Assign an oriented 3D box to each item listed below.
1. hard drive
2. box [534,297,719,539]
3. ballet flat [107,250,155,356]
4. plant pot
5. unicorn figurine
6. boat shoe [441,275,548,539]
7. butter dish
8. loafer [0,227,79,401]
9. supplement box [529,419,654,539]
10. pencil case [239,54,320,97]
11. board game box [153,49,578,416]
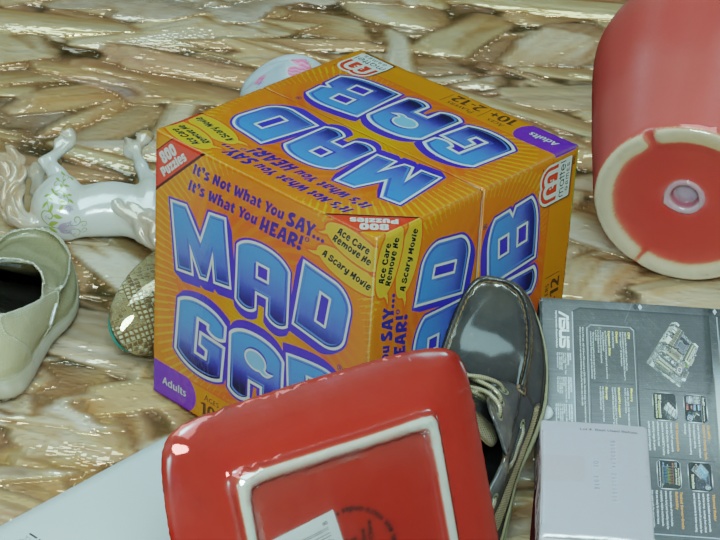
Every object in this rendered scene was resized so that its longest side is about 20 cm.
[{"bbox_3d":[-0.144,0.173,1.421,0.131,0.027,0.199,26,37,34],"label":"hard drive"},{"bbox_3d":[0.189,0.109,1.486,0.157,0.049,0.201,4,47,-2],"label":"box"},{"bbox_3d":[-0.101,0.000,1.679,0.065,0.071,0.200,-17,14,40],"label":"ballet flat"},{"bbox_3d":[0.262,-0.102,1.801,0.199,0.201,0.178,9,40,11],"label":"plant pot"},{"bbox_3d":[-0.182,-0.056,1.792,0.198,0.074,0.138,-12,39,2],"label":"unicorn figurine"},{"bbox_3d":[0.073,0.095,1.429,0.074,0.073,0.202,6,72,9],"label":"boat shoe"},{"bbox_3d":[-0.034,0.154,1.342,0.198,0.202,0.148,-16,11,-28],"label":"butter dish"},{"bbox_3d":[-0.241,0.017,1.644,0.075,0.069,0.200,4,29,1],"label":"loafer"},{"bbox_3d":[0.115,0.192,1.234,0.060,0.201,0.109,3,29,3],"label":"supplement box"},{"bbox_3d":[-0.046,-0.093,1.847,0.083,0.091,0.200,-32,28,10],"label":"pencil case"},{"bbox_3d":[0.000,0.000,1.563,0.199,0.201,0.199,27,37,36],"label":"board game box"}]
